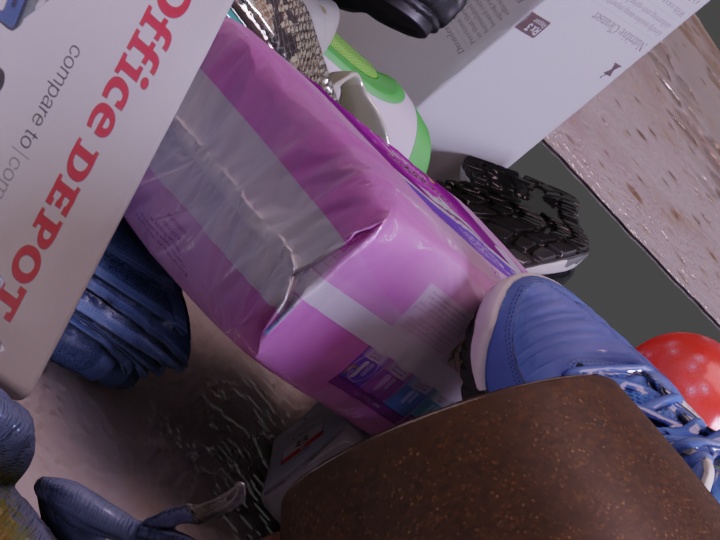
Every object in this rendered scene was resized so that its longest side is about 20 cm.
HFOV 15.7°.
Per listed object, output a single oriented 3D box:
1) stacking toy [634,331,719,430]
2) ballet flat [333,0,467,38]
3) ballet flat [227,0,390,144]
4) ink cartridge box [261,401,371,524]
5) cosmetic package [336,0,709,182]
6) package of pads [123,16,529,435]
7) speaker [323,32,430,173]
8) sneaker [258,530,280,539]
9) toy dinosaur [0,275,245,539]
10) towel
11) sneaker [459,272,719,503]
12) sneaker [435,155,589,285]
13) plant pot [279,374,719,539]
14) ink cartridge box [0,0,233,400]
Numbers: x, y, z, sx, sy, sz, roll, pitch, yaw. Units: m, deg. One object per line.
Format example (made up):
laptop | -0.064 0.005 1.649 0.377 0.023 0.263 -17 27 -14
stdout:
stacking toy | 0.142 0.082 1.015 0.200 0.085 0.086 46 13 -55
ballet flat | -0.006 -0.138 1.044 0.066 0.057 0.200 37 -3 -33
ballet flat | -0.027 -0.063 1.027 0.068 0.075 0.201 11 -43 40
ink cartridge box | 0.032 0.111 0.993 0.162 0.050 0.200 49 3 -5
cosmetic package | 0.054 -0.109 1.219 0.113 0.200 0.081 17 35 -57
package of pads | 0.000 0.000 0.897 0.121 0.076 0.200 52 9 34
speaker | -0.060 -0.090 1.080 0.200 0.088 0.089 40 20 -33
sneaker | 0.051 0.098 0.849 0.199 0.076 0.071 4 51 -25
toy dinosaur | -0.088 0.067 0.683 0.200 0.105 0.182 49 -5 34
towel | -0.136 -0.042 0.843 0.200 0.048 0.112 35 22 -42
sneaker | 0.098 0.070 0.786 0.075 0.077 0.200 -6 48 -34
sneaker | 0.055 0.010 1.147 0.075 0.088 0.200 23 11 7
plant pot | 0.054 0.135 0.644 0.187 0.186 0.201 13 55 -64
ink cartridge box | -0.147 -0.076 0.696 0.087 0.146 0.200 3 -30 49
